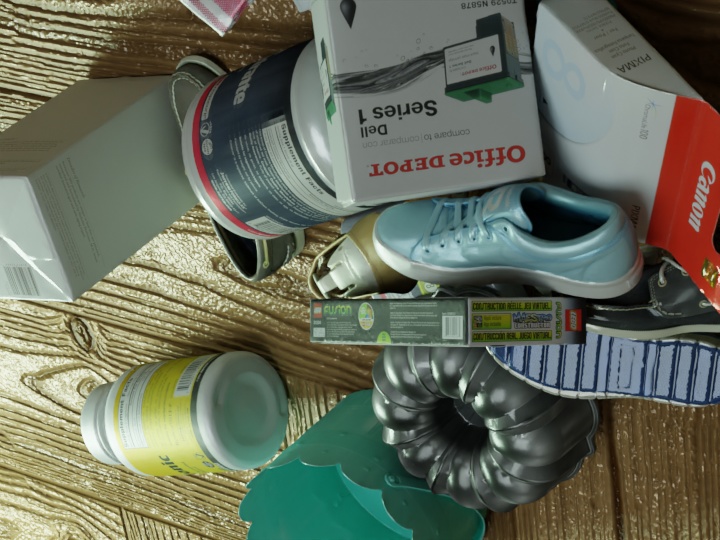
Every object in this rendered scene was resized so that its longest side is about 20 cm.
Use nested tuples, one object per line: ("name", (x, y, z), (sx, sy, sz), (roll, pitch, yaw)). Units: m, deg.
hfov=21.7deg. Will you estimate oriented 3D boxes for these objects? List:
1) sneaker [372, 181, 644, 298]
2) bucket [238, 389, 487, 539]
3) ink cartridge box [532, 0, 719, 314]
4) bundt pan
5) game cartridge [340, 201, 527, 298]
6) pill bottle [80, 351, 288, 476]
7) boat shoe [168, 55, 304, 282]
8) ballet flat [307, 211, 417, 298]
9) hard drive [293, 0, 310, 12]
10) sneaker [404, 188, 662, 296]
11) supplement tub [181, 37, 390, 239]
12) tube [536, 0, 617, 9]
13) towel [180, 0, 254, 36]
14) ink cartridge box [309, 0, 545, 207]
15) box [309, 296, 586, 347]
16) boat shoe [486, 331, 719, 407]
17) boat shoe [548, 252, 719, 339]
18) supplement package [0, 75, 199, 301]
("sneaker", (0.100, -0.036, 1.327), (0.199, 0.074, 0.082), (4, 140, 18))
("bucket", (0.009, 0.217, 1.689), (0.206, 0.135, 0.208), (21, 132, 26))
("ink cartridge box", (0.188, -0.076, 1.294), (0.200, 0.047, 0.160), (54, 158, 31))
("bundt pan", (0.092, 0.116, 1.545), (0.201, 0.076, 0.203), (20, 130, 25))
("game cartridge", (0.078, 0.029, 1.573), (0.133, 0.041, 0.201), (-17, 109, 40))
("pill bottle", (-0.174, 0.140, 1.796), (0.199, 0.111, 0.112), (-8, 115, 42))
("boat shoe", (-0.114, -0.086, 1.620), (0.072, 0.060, 0.202), (-9, 114, 41))
("ballet flat", (0.000, 0.000, 1.478), (0.069, 0.063, 0.200), (59, 168, 0))
("hard drive", (-0.045, -0.306, 1.430), (0.132, 0.027, 0.201), (-14, 110, 44))
("sneaker", (0.129, -0.015, 1.432), (0.199, 0.076, 0.088), (7, 138, 4))
("supplement tub", (-0.032, -0.110, 1.480), (0.199, 0.140, 0.141), (-16, 110, 43))
("tube", (0.162, -0.171, 1.357), (0.077, 0.050, 0.201), (11, 133, 44))
("towel", (-0.090, -0.291, 1.365), (0.146, 0.030, 0.200), (43, 103, 3))
("ink cartridge box", (0.045, -0.152, 1.331), (0.084, 0.145, 0.201), (-170, 71, -82))
("box", (0.061, 0.037, 1.388), (0.200, 0.110, 0.035), (-2, 88, 55))
("boat shoe", (0.195, 0.061, 1.453), (0.199, 0.072, 0.073), (14, 108, 14))
("boat shoe", (0.236, 0.008, 1.370), (0.199, 0.072, 0.068), (0, 127, 5))
("supplement package", (-0.245, -0.074, 1.630), (0.121, 0.200, 0.120), (2, 121, 38))
